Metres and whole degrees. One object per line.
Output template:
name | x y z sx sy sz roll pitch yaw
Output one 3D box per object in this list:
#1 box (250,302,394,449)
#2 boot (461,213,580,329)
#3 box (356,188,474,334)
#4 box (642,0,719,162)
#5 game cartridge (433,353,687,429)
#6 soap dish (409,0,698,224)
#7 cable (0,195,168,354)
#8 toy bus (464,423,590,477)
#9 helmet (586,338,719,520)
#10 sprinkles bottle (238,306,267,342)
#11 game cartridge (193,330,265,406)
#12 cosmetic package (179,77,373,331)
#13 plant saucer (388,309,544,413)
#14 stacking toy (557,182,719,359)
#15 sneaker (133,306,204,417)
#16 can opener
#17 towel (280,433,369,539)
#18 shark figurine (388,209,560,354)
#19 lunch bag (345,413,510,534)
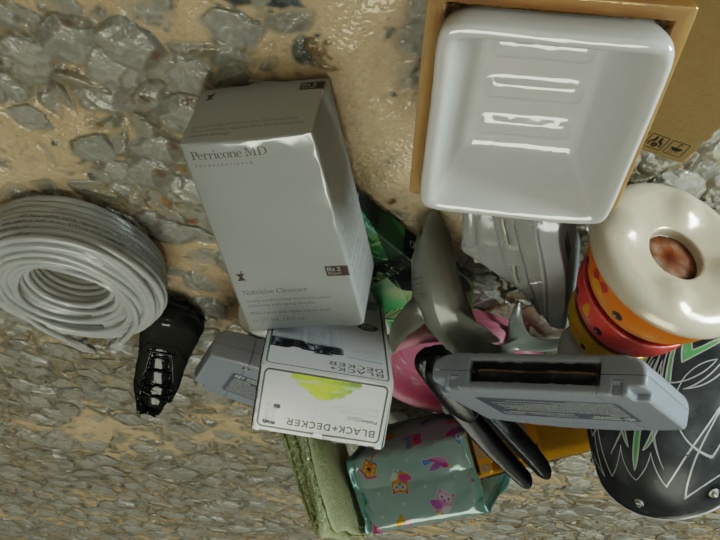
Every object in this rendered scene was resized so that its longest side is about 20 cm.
box | -0.032 0.082 0.860 0.115 0.200 0.061 10 107 -3
boot | 0.144 -0.018 0.855 0.094 0.074 0.201 9 149 22
box | 0.000 0.000 0.932 0.143 0.037 0.199 -19 141 37
box | 0.188 -0.154 0.655 0.197 0.022 0.164 16 147 -13
game cartridge | 0.180 0.109 0.842 0.197 0.042 0.133 -3 162 36
soap dish | 0.116 -0.118 0.627 0.154 0.082 0.201 5 149 2
cable | -0.292 0.002 0.965 0.199 0.070 0.199 31 140 -33
toy bus | 0.209 0.190 1.094 0.198 0.066 0.078 1 159 -45
helmet | 0.318 0.146 0.939 0.198 0.203 0.189 -19 155 36
sprinkles bottle | -0.060 0.086 1.051 0.067 0.069 0.200 -8 146 23
game cartridge | -0.075 0.125 1.019 0.197 0.042 0.133 22 148 -12
cosmetic package | -0.061 -0.050 0.776 0.111 0.082 0.202 -5 133 14
plant saucer | 0.114 0.101 1.058 0.197 0.052 0.202 6 148 4
stacking toy | 0.229 0.037 0.819 0.144 0.148 0.201 13 142 -9
sneaker | -0.230 0.109 1.105 0.075 0.092 0.201 13 147 -6
can opener | 0.125 0.155 0.984 0.063 0.079 0.201 -23 115 40
towel | -0.045 0.224 1.130 0.036 0.203 0.148 -24 160 13
shark figurine | 0.114 0.055 0.892 0.214 0.129 0.089 39 164 -36
lunch bag | 0.095 0.239 1.180 0.168 0.124 0.200 -16 -179 20
